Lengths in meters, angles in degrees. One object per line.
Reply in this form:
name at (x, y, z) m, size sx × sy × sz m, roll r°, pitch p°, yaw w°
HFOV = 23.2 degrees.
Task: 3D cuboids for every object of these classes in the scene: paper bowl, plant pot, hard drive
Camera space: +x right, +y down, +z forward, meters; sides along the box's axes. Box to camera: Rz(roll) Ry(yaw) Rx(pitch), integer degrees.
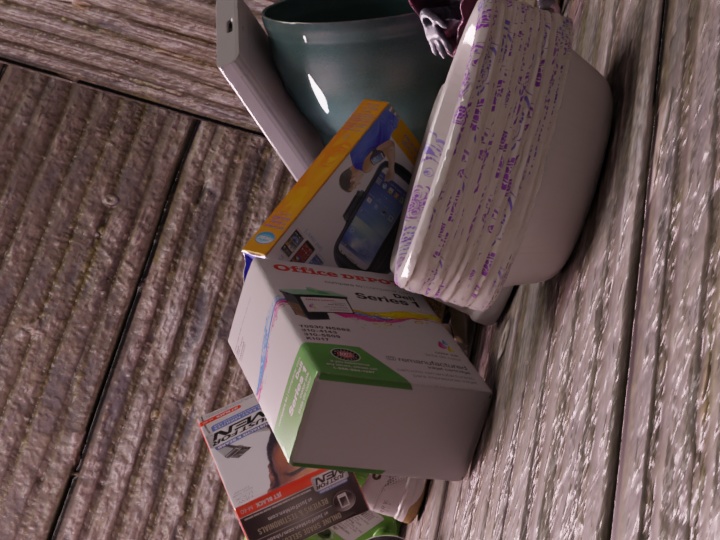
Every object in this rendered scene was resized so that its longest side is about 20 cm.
paper bowl at (0.097, -0.072, 1.142) m, size 0.201 × 0.104 × 0.201 m, roll -164°, pitch 90°, yaw -89°
plant pot at (0.014, -0.188, 1.640) m, size 0.200 × 0.200 × 0.134 m, roll -81°, pitch -15°, yaw -71°
hard drive at (-0.075, -0.155, 1.657) m, size 0.200 × 0.026 × 0.132 m, roll 55°, pitch -163°, yaw -34°

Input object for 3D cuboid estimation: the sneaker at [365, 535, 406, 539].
sneaker at (0.002, 0.278, 1.467) m, size 0.083 × 0.072 × 0.200 m, roll -75°, pitch 2°, yaw -53°

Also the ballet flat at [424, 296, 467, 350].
ballet flat at (0.063, 0.066, 1.547) m, size 0.200 × 0.065 × 0.071 m, roll -79°, pitch 11°, yaw -48°

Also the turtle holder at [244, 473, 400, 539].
turtle holder at (-0.033, 0.238, 1.719) m, size 0.132 × 0.141 × 0.186 m, roll -79°, pitch 5°, yaw -53°

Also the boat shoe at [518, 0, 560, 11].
boat shoe at (0.137, -0.215, 1.601) m, size 0.074 × 0.069 × 0.200 m, roll 110°, pitch 175°, yaw -64°

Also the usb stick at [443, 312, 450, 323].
usb stick at (0.044, 0.062, 1.698) m, size 0.056 × 0.033 × 0.200 m, roll -62°, pitch -13°, yaw 24°

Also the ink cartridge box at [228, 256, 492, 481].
ink cartridge box at (-0.005, 0.073, 1.363) m, size 0.200 × 0.145 × 0.084 m, roll -124°, pitch 46°, yaw -59°

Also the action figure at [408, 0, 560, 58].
action figure at (0.118, -0.273, 1.499) m, size 0.200 × 0.149 × 0.134 m, roll -40°, pitch -4°, yaw -25°

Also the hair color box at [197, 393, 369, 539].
hair color box at (-0.074, 0.174, 1.599) m, size 0.200 × 0.111 × 0.064 m, roll -129°, pitch 16°, yaw -65°

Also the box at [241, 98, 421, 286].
box at (-0.013, -0.032, 1.479) m, size 0.041 × 0.119 × 0.200 m, roll 11°, pitch 58°, yaw 50°

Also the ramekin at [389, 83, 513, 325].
ramekin at (0.089, -0.063, 1.412) m, size 0.202 × 0.094 × 0.203 m, roll -164°, pitch 90°, yaw -87°

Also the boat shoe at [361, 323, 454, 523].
boat shoe at (0.039, 0.130, 1.608) m, size 0.071 × 0.069 × 0.200 m, roll 110°, pitch 175°, yaw -58°
